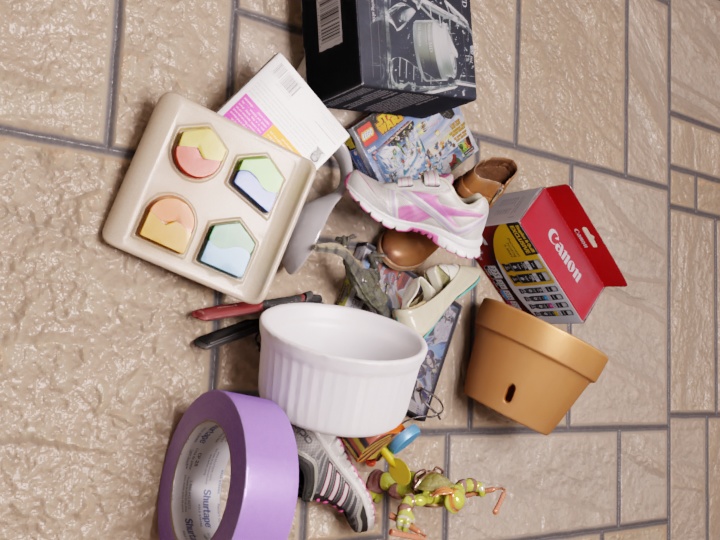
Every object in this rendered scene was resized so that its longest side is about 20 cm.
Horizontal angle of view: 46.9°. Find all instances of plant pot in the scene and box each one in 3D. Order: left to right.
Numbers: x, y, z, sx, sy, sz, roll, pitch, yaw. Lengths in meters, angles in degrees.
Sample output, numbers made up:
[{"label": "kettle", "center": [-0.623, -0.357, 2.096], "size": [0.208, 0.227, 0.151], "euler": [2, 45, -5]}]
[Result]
[{"label": "plant pot", "center": [0.240, 0.146, 1.210], "size": [0.199, 0.200, 0.141], "euler": [27, 88, -32]}]

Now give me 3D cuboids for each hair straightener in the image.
[{"label": "hair straightener", "center": [-0.119, 0.071, 1.037], "size": [0.199, 0.041, 0.078], "euler": [-12, 108, -42]}]

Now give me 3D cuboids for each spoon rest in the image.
[{"label": "spoon rest", "center": [-0.053, -0.085, 1.062], "size": [0.060, 0.099, 0.202], "euler": [23, 65, -17]}]

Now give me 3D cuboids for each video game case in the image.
[{"label": "video game case", "center": [0.044, 0.087, 1.157], "size": [0.199, 0.025, 0.182], "euler": [32, 68, -30]}]

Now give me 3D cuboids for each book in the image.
[{"label": "book", "center": [-0.126, -0.144, 1.001], "size": [0.200, 0.048, 0.134], "euler": [-46, 108, -11]}]

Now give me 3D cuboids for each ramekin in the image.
[{"label": "ramekin", "center": [-0.026, 0.115, 0.975], "size": [0.199, 0.200, 0.099], "euler": [0, 106, -36]}]

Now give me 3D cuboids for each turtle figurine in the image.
[{"label": "turtle figurine", "center": [0.078, 0.290, 1.081], "size": [0.198, 0.160, 0.065], "euler": [-11, 94, -37]}]

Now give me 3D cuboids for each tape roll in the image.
[{"label": "tape roll", "center": [-0.147, 0.234, 0.895], "size": [0.065, 0.199, 0.203], "euler": [16, 77, -34]}]

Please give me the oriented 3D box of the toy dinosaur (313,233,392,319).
[{"label": "toy dinosaur", "center": [0.000, 0.000, 1.070], "size": [0.200, 0.047, 0.089], "euler": [51, 28, -40]}]

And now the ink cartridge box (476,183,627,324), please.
[{"label": "ink cartridge box", "center": [0.272, -0.019, 1.241], "size": [0.084, 0.175, 0.201], "euler": [-49, 114, -28]}]

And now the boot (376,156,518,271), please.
[{"label": "boot", "center": [0.119, -0.085, 1.140], "size": [0.199, 0.155, 0.074], "euler": [-34, 83, -39]}]

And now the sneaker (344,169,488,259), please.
[{"label": "sneaker", "center": [0.076, -0.092, 1.059], "size": [0.198, 0.081, 0.089], "euler": [21, 104, -11]}]

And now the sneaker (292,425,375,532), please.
[{"label": "sneaker", "center": [-0.048, 0.266, 1.048], "size": [0.087, 0.074, 0.201], "euler": [-31, 120, -11]}]

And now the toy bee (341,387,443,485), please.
[{"label": "toy bee", "center": [0.030, 0.223, 1.077], "size": [0.199, 0.131, 0.109], "euler": [21, 119, -44]}]

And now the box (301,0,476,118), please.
[{"label": "box", "center": [0.036, -0.313, 1.074], "size": [0.195, 0.123, 0.203], "euler": [-3, 88, -39]}]

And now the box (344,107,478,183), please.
[{"label": "box", "center": [0.073, -0.185, 1.190], "size": [0.200, 0.040, 0.138], "euler": [-39, 110, -32]}]

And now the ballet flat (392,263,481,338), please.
[{"label": "ballet flat", "center": [0.103, 0.028, 1.141], "size": [0.200, 0.069, 0.070], "euler": [-43, 111, -45]}]

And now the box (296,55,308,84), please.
[{"label": "box", "center": [-0.051, -0.279, 1.105], "size": [0.039, 0.041, 0.202], "euler": [37, 65, -28]}]

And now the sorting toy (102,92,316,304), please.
[{"label": "sorting toy", "center": [-0.169, -0.081, 0.950], "size": [0.198, 0.036, 0.187], "euler": [24, 84, -15]}]
